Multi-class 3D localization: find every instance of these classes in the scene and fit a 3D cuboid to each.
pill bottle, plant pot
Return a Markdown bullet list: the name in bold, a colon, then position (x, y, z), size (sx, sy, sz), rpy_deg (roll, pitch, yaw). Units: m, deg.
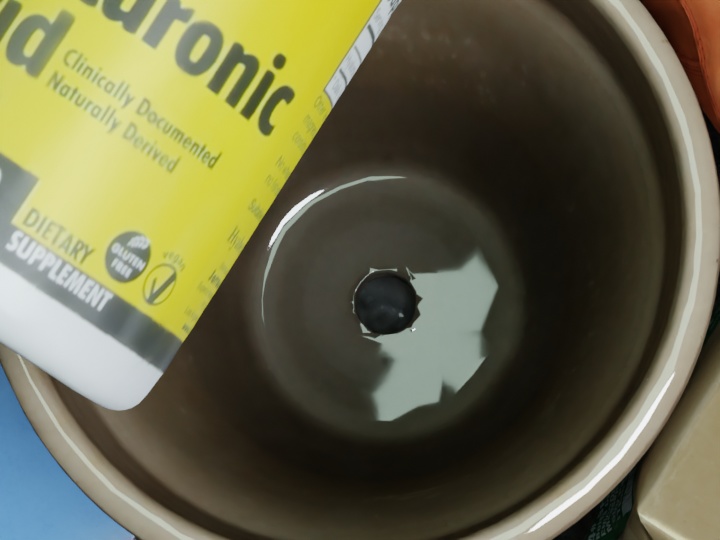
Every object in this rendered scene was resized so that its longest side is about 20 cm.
- **pill bottle**: position (-0.049, -0.077, 0.586), size (0.111, 0.111, 0.201), rpy_deg (31, 84, 8)
- **plant pot**: position (0.000, 0.000, 0.714), size (0.199, 0.175, 0.202), rpy_deg (0, 81, 3)

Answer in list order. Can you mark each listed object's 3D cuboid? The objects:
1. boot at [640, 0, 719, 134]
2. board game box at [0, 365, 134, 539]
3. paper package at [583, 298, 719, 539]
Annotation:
- **boot**: position (0.109, -0.097, 0.708), size (0.075, 0.200, 0.107), rpy_deg (-35, 110, 12)
- **board game box**: position (-0.157, 0.044, 0.787), size (0.157, 0.039, 0.201), rpy_deg (-16, 71, 0)
- **paper package**: position (0.189, 0.056, 0.703), size (0.190, 0.104, 0.200), rpy_deg (32, 67, 7)
